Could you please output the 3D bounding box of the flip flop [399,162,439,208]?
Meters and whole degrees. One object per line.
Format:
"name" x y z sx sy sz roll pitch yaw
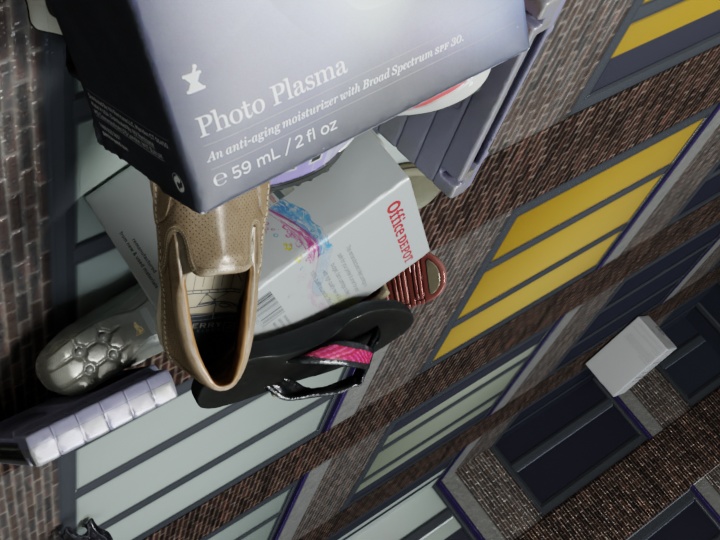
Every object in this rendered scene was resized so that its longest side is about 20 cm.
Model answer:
"flip flop" 0.017 -0.056 1.014 0.200 0.058 0.081 -19 153 -55

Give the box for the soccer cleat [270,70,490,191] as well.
"soccer cleat" -0.015 -0.116 0.673 0.199 0.068 0.073 -23 149 16

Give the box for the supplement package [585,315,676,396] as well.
"supplement package" 0.738 0.233 2.816 0.200 0.121 0.120 -45 160 20

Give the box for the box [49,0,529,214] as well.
"box" -0.042 -0.166 0.469 0.200 0.123 0.199 -30 126 -22

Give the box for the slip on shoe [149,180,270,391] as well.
"slip on shoe" -0.089 -0.018 0.621 0.076 0.061 0.201 -4 121 -27

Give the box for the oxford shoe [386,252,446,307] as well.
"oxford shoe" 0.000 0.000 1.003 0.199 0.071 0.075 1 -170 30

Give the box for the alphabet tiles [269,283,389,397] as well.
"alphabet tiles" -0.056 0.010 0.899 0.200 0.167 0.006 -43 135 12

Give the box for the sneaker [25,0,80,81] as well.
"sneaker" -0.127 -0.133 0.609 0.087 0.076 0.200 -25 157 5

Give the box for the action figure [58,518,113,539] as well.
"action figure" -0.387 0.397 1.250 0.200 0.102 0.119 -39 172 -2

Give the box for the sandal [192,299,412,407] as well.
"sandal" -0.034 0.073 0.774 0.200 0.045 0.075 -16 147 -41

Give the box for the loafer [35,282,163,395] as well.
"loafer" -0.188 0.041 0.887 0.200 0.070 0.070 -28 -166 -32

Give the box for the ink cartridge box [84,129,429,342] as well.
"ink cartridge box" -0.070 -0.034 0.785 0.200 0.145 0.145 -35 158 -5

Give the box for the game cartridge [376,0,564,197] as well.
"game cartridge" 0.059 -0.160 0.740 0.038 0.130 0.200 -31 160 -31

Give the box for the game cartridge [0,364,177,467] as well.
"game cartridge" -0.245 0.122 0.873 0.129 0.039 0.200 -30 -172 -32
